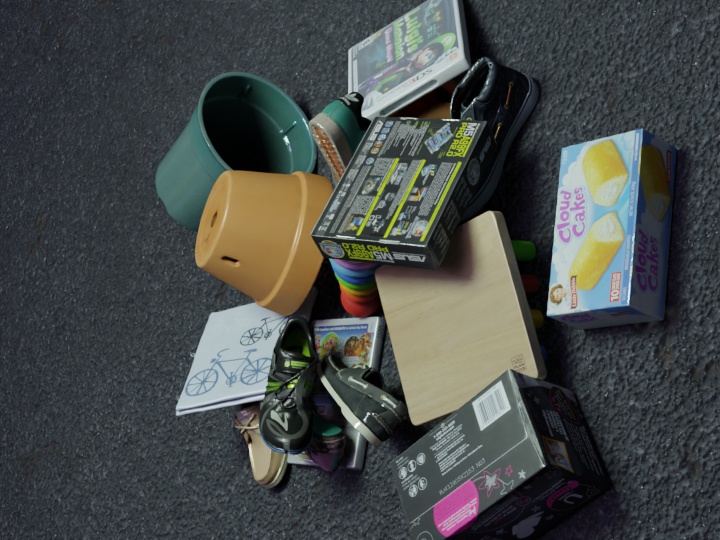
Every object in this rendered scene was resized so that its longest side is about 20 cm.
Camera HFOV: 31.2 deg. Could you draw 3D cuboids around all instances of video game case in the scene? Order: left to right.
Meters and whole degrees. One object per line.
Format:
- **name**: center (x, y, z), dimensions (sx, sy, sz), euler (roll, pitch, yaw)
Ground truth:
- **video game case**: center (-0.033, 0.163, 1.726), dimensions (0.143, 0.018, 0.201), euler (-6, 70, 49)
- **video game case**: center (0.061, -0.285, 1.722), dimensions (0.182, 0.023, 0.200), euler (-28, 34, 21)

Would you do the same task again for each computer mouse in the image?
- **computer mouse**: center (-0.058, -0.051, 1.783), dimensions (0.200, 0.034, 0.059), euler (-90, 23, -54)

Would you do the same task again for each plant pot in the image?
- **plant pot**: center (-0.201, -0.163, 1.943), dimensions (0.196, 0.200, 0.201), euler (-37, 48, 46)
- **plant pot**: center (-0.138, -0.052, 1.762), dimensions (0.200, 0.140, 0.200), euler (-52, 29, 44)

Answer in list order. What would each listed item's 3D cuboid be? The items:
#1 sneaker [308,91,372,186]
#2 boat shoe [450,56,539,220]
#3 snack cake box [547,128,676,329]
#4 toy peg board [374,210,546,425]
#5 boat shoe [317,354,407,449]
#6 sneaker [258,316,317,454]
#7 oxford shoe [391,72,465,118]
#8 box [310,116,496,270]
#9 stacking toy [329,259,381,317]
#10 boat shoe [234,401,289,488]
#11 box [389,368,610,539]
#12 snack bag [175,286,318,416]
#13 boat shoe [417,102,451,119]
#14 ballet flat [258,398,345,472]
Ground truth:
- **sneaker**: center (0.003, -0.145, 1.658), dimensions (0.080, 0.200, 0.071), euler (-42, 52, -14)
- **boat shoe**: center (0.138, -0.166, 1.604), dimensions (0.071, 0.091, 0.201), euler (36, 102, 51)
- **snack cake box**: center (0.274, -0.043, 1.408), dimensions (0.115, 0.067, 0.201), euler (-10, 67, 47)
- **toy peg board**: center (0.139, 0.059, 1.526), dimensions (0.200, 0.098, 0.200), euler (-27, 70, 41)
- **boat shoe**: center (0.002, 0.153, 1.618), dimensions (0.068, 0.072, 0.200), euler (-48, 28, 1)
- **sneaker**: center (-0.091, 0.144, 1.640), dimensions (0.083, 0.071, 0.200), euler (93, -179, -52)
- **oxford shoe**: center (0.068, -0.246, 1.756), dimensions (0.200, 0.071, 0.073), euler (-5, 50, 45)
- **box**: center (0.052, -0.096, 1.528), dimensions (0.160, 0.044, 0.200), euler (6, 54, 31)
- **stacking toy**: center (0.000, 0.000, 1.646), dimensions (0.085, 0.200, 0.086), euler (-2, 59, 2)
- **boat shoe**: center (-0.144, 0.204, 1.798), dimensions (0.074, 0.069, 0.200), euler (-31, 52, 39)
- **box**: center (0.149, 0.222, 1.407), dimensions (0.200, 0.115, 0.132), euler (-42, 45, 29)
- **snack bag**: center (-0.157, 0.112, 1.797), dimensions (0.188, 0.021, 0.200), euler (-15, 38, 23)
- **boat shoe**: center (0.076, -0.123, 1.673), dimensions (0.070, 0.070, 0.200), euler (22, 74, 37)
- **ballet flat**: center (-0.085, 0.209, 1.711), dimensions (0.200, 0.069, 0.071), euler (33, 119, 51)
